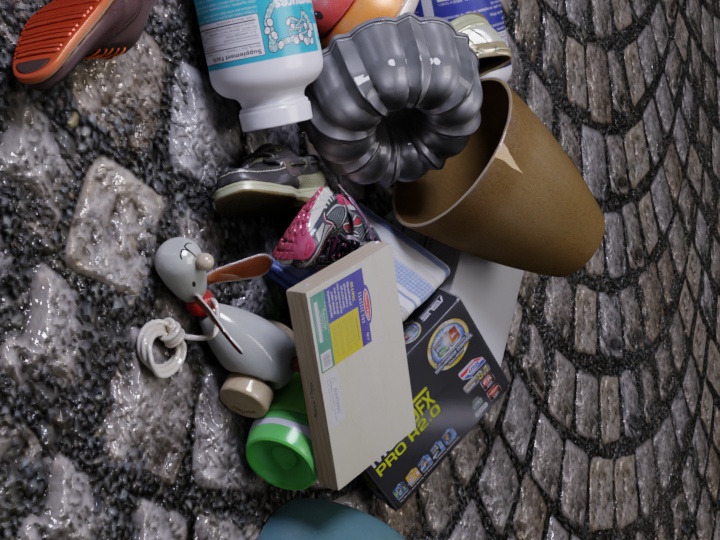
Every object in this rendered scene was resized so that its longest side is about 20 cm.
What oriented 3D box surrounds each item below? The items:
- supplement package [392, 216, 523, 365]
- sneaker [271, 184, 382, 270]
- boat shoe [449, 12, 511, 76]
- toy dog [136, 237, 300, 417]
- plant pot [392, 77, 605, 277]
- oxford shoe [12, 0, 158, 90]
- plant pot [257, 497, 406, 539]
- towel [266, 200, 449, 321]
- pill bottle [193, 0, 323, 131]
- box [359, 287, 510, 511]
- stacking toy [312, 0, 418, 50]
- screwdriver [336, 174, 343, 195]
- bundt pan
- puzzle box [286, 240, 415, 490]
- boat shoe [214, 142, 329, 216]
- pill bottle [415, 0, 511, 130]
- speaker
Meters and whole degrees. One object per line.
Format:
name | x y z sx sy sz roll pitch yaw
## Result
supplement package | 0.111 0.005 1.505 0.156 0.111 0.200 56 41 -40
sneaker | -0.023 -0.032 1.206 0.075 0.081 0.200 39 14 8
boat shoe | 0.066 -0.202 1.348 0.063 0.200 0.073 55 -9 28
toy dog | -0.103 0.053 1.141 0.200 0.096 0.132 37 54 -52
plant pot | 0.169 -0.081 1.380 0.200 0.186 0.187 33 55 -27
oxford shoe | -0.213 -0.198 1.021 0.200 0.071 0.073 -64 143 -42
plant pot | -0.004 0.326 1.233 0.200 0.134 0.201 17 71 -58
towel | 0.000 0.000 1.312 0.200 0.147 0.024 -41 163 -55
pill bottle | -0.098 -0.236 1.183 0.111 0.110 0.201 -28 110 -58
box | 0.061 0.142 1.371 0.200 0.044 0.160 -45 131 -16
stacking toy | -0.049 -0.299 1.280 0.200 0.146 0.147 31 54 -20
screwdriver | -0.027 -0.170 1.367 0.028 0.029 0.201 -5 83 -60
bundt pan | 0.036 -0.159 1.269 0.202 0.201 0.076 40 26 -51
puzzle box | -0.005 0.087 1.172 0.133 0.025 0.201 -30 119 -47
boat shoe | -0.089 -0.091 1.222 0.201 0.072 0.066 -2 79 -67
pill bottle | 0.112 -0.264 1.447 0.116 0.115 0.201 -32 114 -57
speaker | -0.042 0.120 1.243 0.089 0.088 0.200 64 36 -31
